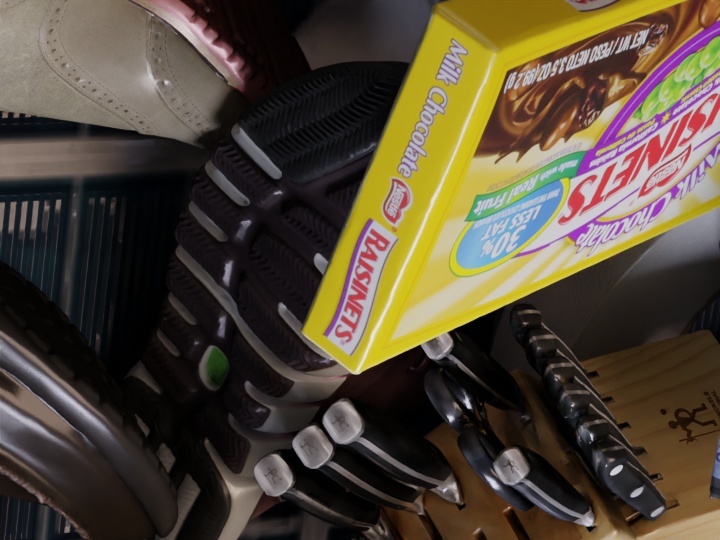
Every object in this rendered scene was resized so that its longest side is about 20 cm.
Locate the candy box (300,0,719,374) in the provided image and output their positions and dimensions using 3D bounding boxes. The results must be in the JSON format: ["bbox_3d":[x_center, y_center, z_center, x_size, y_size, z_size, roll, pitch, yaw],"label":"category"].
[{"bbox_3d":[0.067,-0.043,0.785,0.200,0.026,0.102,-23,145,-49],"label":"candy box"}]

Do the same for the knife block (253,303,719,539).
[{"bbox_3d":[0.038,0.087,0.886,0.175,0.064,0.200,-13,147,-27],"label":"knife block"}]

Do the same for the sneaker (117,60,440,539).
[{"bbox_3d":[0.000,0.000,0.871,0.115,0.076,0.200,-23,157,-44],"label":"sneaker"}]

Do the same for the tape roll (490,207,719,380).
[{"bbox_3d":[0.137,0.013,0.982,0.202,0.037,0.203,-21,141,-18],"label":"tape roll"}]

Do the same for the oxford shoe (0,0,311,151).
[{"bbox_3d":[-0.077,-0.072,0.829,0.075,0.071,0.200,-35,137,15],"label":"oxford shoe"}]

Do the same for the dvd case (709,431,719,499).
[{"bbox_3d":[0.160,-0.036,0.856,0.142,0.017,0.201,-8,110,-54],"label":"dvd case"}]

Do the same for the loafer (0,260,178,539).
[{"bbox_3d":[-0.131,0.023,0.810,0.071,0.073,0.200,-45,121,4],"label":"loafer"}]
